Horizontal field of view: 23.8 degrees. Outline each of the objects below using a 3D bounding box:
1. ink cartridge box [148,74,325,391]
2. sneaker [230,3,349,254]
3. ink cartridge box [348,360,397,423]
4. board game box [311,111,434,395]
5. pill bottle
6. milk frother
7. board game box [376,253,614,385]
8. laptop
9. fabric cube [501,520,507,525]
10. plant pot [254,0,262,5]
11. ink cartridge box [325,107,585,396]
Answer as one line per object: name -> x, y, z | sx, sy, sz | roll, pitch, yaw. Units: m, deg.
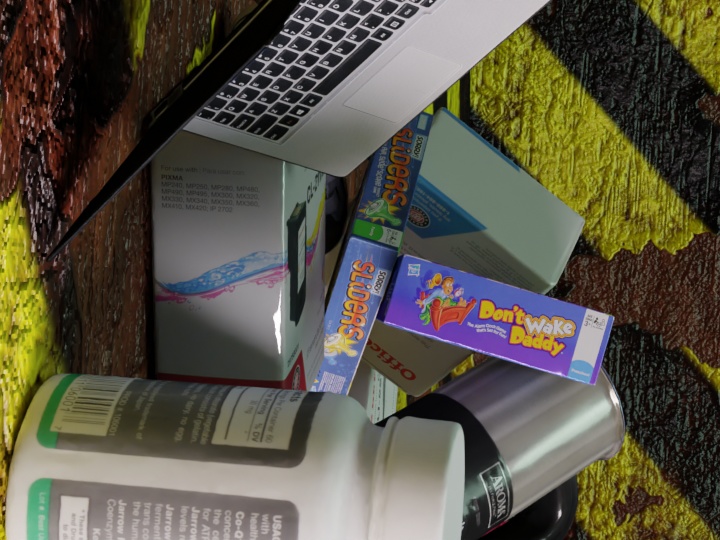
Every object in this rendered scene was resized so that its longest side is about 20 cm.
ink cartridge box -> -0.072, -0.012, 1.046 | 0.146, 0.083, 0.201 | -66, 159, -67
sneaker -> -0.052, -0.076, 1.161 | 0.079, 0.078, 0.200 | -99, 177, -53
ink cartridge box -> -0.020, 0.120, 1.483 | 0.200, 0.083, 0.145 | 32, 63, -80
board game box -> 0.000, 0.000, 1.191 | 0.200, 0.034, 0.136 | 109, -3, -48
pill bottle -> -0.055, 0.111, 0.804 | 0.113, 0.199, 0.113 | 4, 90, -81
milk frother -> 0.060, 0.129, 1.291 | 0.188, 0.200, 0.181 | -27, 141, -27
board game box -> 0.081, 0.031, 1.125 | 0.200, 0.134, 0.045 | 158, -51, -88
laptop -> -0.023, -0.075, 0.828 | 0.187, 0.200, 0.116 | -38, -130, 40
fabric cube -> 0.030, 0.339, 1.543 | 0.196, 0.199, 0.200 | -76, 167, -45
plant pot -> -0.013, -0.240, 0.862 | 0.177, 0.200, 0.200 | -38, 157, -11
ink cartridge box -> 0.052, -0.009, 1.318 | 0.200, 0.144, 0.085 | -44, -169, 46
